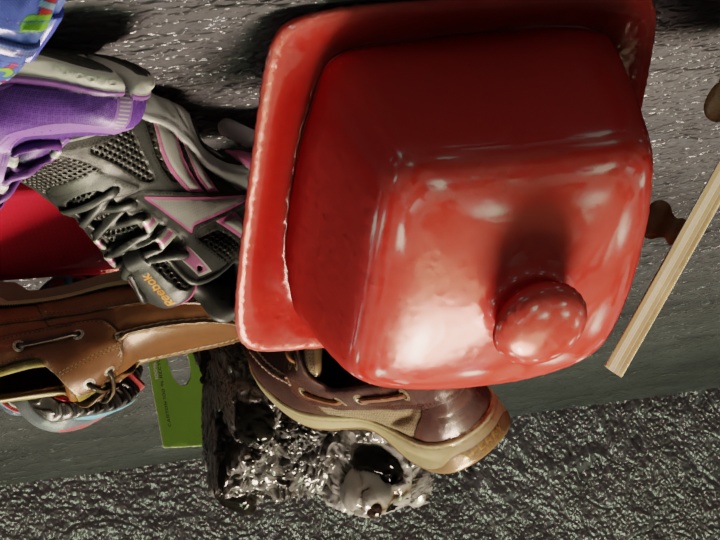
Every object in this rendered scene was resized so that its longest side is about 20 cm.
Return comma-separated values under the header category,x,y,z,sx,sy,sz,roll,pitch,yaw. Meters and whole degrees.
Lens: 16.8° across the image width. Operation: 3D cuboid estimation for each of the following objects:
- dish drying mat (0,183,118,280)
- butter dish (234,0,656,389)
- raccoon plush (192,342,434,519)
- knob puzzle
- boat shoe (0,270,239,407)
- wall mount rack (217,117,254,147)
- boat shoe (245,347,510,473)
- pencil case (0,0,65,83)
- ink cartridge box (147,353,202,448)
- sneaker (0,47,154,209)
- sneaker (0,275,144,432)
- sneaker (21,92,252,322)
category,x,y,z,sx,sy,sz,roll,pitch,yaw
dish drying mat,-0.203,-0.019,1.354,0.199,0.018,0.077,-4,140,-26
butter dish,0.058,-0.014,1.124,0.199,0.148,0.200,-7,130,-21
raccoon plush,-0.023,0.061,1.443,0.134,0.201,0.097,0,151,-16
knob puzzle,0.177,-0.068,1.186,0.030,0.220,0.220,29,175,6
boat shoe,-0.153,0.045,1.358,0.199,0.068,0.072,-6,154,8
wall mount rack,0.027,-0.058,1.302,0.173,0.075,0.200,-14,170,9
boat shoe,-0.003,0.046,1.299,0.072,0.072,0.200,-42,-146,-16
pencil case,-0.181,-0.094,0.741,0.200,0.087,0.078,-3,145,-43
ink cartridge box,-0.046,0.035,1.550,0.076,0.148,0.200,-16,170,36
sneaker,-0.170,-0.046,1.082,0.200,0.084,0.081,-17,170,34
sneaker,-0.185,0.064,1.504,0.096,0.079,0.200,-48,-170,16
sneaker,-0.102,-0.028,1.209,0.080,0.087,0.200,-19,156,35
